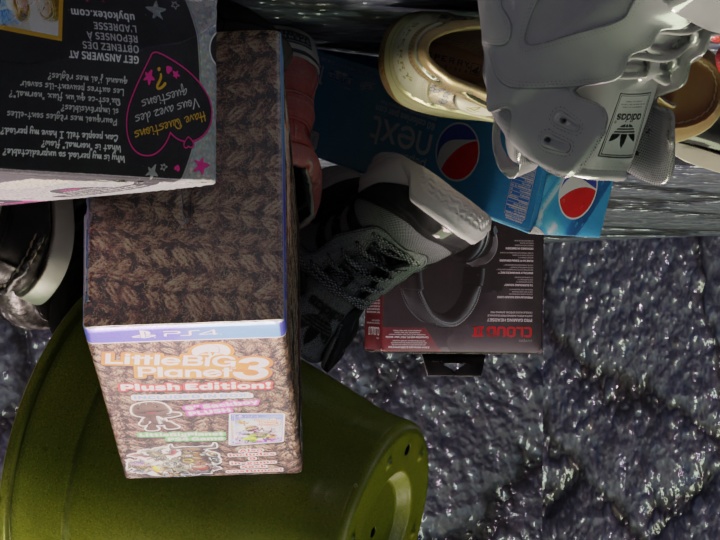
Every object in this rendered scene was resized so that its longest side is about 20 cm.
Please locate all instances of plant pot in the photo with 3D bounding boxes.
[{"bbox_3d":[-0.071,0.122,1.528,0.192,0.201,0.200,15,-177,20],"label":"plant pot"}]

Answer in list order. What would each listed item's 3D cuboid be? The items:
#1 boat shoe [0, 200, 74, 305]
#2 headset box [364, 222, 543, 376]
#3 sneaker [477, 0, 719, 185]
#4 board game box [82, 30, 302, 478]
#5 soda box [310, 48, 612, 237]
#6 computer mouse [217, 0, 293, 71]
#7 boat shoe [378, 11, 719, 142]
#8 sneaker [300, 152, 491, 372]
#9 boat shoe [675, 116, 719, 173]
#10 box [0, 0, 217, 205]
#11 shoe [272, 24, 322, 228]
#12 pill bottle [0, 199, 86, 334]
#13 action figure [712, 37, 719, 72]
[{"bbox_3d":[-0.207,-0.065,1.523,0.060,0.201,0.074,21,129,-31],"label":"boat shoe"},{"bbox_3d":[0.082,-0.007,2.381,0.148,0.201,0.077,2,178,-12],"label":"headset box"},{"bbox_3d":[0.122,-0.093,1.040,0.199,0.116,0.075,-1,178,44],"label":"sneaker"},{"bbox_3d":[-0.082,-0.004,1.384,0.096,0.160,0.200,-2,155,1],"label":"board game box"},{"bbox_3d":[0.053,-0.076,1.579,0.200,0.064,0.068,22,-167,41],"label":"soda box"},{"bbox_3d":[-0.137,-0.111,1.402,0.140,0.046,0.200,17,151,-36],"label":"computer mouse"},{"bbox_3d":[0.111,-0.101,1.441,0.199,0.074,0.063,2,-179,-19],"label":"boat shoe"},{"bbox_3d":[0.000,0.000,1.532,0.075,0.114,0.200,35,168,-18],"label":"sneaker"},{"bbox_3d":[0.154,-0.109,1.521,0.199,0.068,0.072,14,-158,-18],"label":"boat shoe"},{"bbox_3d":[-0.170,-0.089,1.245,0.132,0.115,0.200,2,178,-38],"label":"box"},{"bbox_3d":[-0.074,-0.053,1.566,0.071,0.091,0.200,7,151,-20],"label":"shoe"},{"bbox_3d":[-0.203,-0.035,1.632,0.200,0.112,0.112,39,-161,29],"label":"pill bottle"},{"bbox_3d":[0.249,-0.113,1.425,0.199,0.052,0.065,8,168,-39],"label":"action figure"}]
